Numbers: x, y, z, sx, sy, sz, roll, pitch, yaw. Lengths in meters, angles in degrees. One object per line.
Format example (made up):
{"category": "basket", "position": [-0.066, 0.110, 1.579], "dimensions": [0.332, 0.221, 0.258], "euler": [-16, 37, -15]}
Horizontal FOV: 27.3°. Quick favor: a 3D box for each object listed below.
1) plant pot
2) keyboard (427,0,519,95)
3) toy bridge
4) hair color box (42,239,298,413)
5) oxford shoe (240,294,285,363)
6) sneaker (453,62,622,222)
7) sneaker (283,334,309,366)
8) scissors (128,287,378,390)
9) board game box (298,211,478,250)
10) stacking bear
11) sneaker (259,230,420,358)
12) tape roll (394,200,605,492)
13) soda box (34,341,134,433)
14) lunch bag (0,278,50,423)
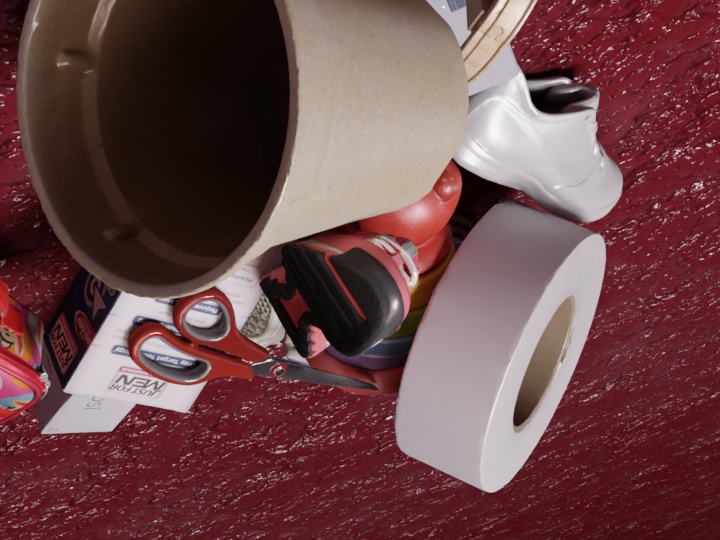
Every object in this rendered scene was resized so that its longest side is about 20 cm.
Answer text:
{"category": "plant pot", "position": [-0.047, -0.093, 0.784], "dimensions": [0.200, 0.201, 0.183], "euler": [-37, 162, 36]}
{"category": "keyboard", "position": [0.050, -0.160, 0.879], "dimensions": [0.056, 0.011, 0.200], "euler": [-27, 150, 4]}
{"category": "toy bridge", "position": [0.074, -0.151, 0.829], "dimensions": [0.027, 0.067, 0.200], "euler": [23, 130, -19]}
{"category": "hair color box", "position": [-0.114, -0.006, 0.953], "dimensions": [0.100, 0.061, 0.200], "euler": [15, 118, -38]}
{"category": "oxford shoe", "position": [-0.078, 0.019, 1.103], "dimensions": [0.058, 0.075, 0.200], "euler": [-33, 169, -18]}
{"category": "sneaker", "position": [0.142, -0.094, 1.041], "dimensions": [0.088, 0.075, 0.200], "euler": [-45, 146, 24]}
{"category": "sneaker", "position": [0.007, 0.056, 1.213], "dimensions": [0.077, 0.076, 0.200], "euler": [5, 163, -28]}
{"category": "scissors", "position": [-0.070, 0.067, 0.992], "dimensions": [0.073, 0.014, 0.200], "euler": [-47, 136, 10]}
{"category": "board game box", "position": [0.000, -0.027, 1.136], "dimensions": [0.103, 0.019, 0.200], "euler": [-31, 153, 29]}
{"category": "stacking bear", "position": [0.020, -0.014, 1.026], "dimensions": [0.114, 0.121, 0.200], "euler": [-45, 159, -36]}
{"category": "sneaker", "position": [0.000, 0.000, 0.880], "dimensions": [0.087, 0.074, 0.200], "euler": [-31, -175, -15]}
{"category": "tape roll", "position": [0.102, 0.054, 1.058], "dimensions": [0.202, 0.071, 0.203], "euler": [-52, 155, -37]}
{"category": "soda box", "position": [-0.181, 0.050, 1.106], "dimensions": [0.064, 0.068, 0.200], "euler": [1, 149, -35]}
{"category": "lunch bag", "position": [-0.300, 0.038, 0.944], "dimensions": [0.176, 0.082, 0.200], "euler": [-25, 141, 22]}
